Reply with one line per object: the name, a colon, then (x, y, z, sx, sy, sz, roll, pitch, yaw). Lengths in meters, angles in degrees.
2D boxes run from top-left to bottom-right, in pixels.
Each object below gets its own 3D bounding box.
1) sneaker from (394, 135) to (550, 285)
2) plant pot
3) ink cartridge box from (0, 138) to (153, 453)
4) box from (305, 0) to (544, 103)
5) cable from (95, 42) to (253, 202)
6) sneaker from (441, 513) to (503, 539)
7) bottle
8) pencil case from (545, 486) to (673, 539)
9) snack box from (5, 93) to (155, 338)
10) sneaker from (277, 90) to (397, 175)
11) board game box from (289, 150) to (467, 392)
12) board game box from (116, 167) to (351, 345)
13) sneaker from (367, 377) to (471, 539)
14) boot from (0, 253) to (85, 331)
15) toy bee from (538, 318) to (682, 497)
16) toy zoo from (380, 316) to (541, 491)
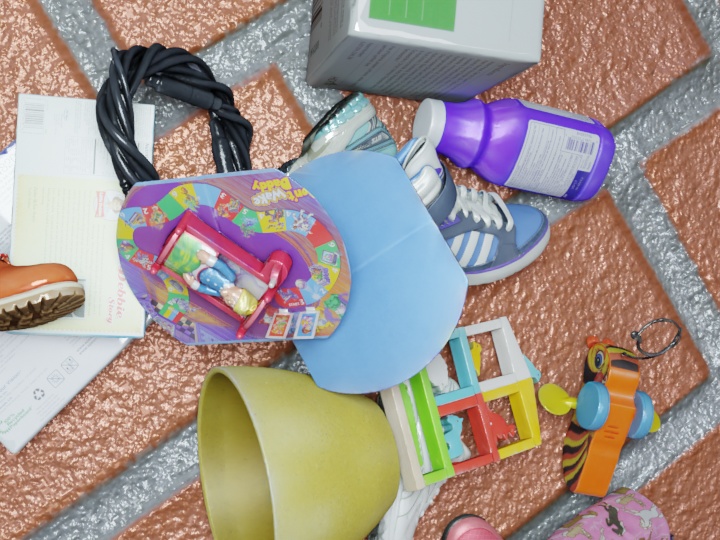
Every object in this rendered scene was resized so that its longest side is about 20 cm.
sneaker: (0.090, -0.062, 0.837, 0.196, 0.081, 0.148, -15, 133, -9)
plant pot: (-0.049, 0.175, 0.795, 0.140, 0.199, 0.204, -8, 92, -27)
ink cartridge box: (-0.302, 0.020, 0.800, 0.199, 0.041, 0.200, -43, 98, -10)
box: (0.054, -0.270, 0.800, 0.168, 0.200, 0.203, 5, 89, -15)
cable: (-0.151, -0.110, 0.773, 0.164, 0.050, 0.202, -60, 137, -37)
sneaker: (0.142, 0.336, 0.880, 0.073, 0.087, 0.203, -21, 95, -12)
bottle: (0.148, -0.123, 0.875, 0.196, 0.066, 0.085, 9, 118, -19)
pencil case: (0.217, 0.287, 0.865, 0.198, 0.084, 0.087, -18, 53, -38)
snack box: (-0.240, -0.045, 0.776, 0.114, 0.037, 0.204, 3, 87, -13)
sneaker: (-0.040, -0.071, 0.843, 0.086, 0.078, 0.200, 43, 82, -13)
board game box: (0.000, 0.000, 0.774, 0.157, 0.039, 0.202, -33, 80, 12)
board game box: (-0.107, 0.004, 0.709, 0.196, 0.039, 0.160, -4, 122, 15)
sneaker: (0.060, 0.194, 0.868, 0.098, 0.078, 0.204, 10, 89, -16)
boot: (-0.311, -0.001, 0.715, 0.196, 0.075, 0.109, -7, 80, 14)
toy bee: (0.257, 0.122, 0.910, 0.130, 0.109, 0.201, 33, 108, -19)
toy zoo: (0.106, 0.120, 0.864, 0.197, 0.020, 0.134, -8, 80, -37)
